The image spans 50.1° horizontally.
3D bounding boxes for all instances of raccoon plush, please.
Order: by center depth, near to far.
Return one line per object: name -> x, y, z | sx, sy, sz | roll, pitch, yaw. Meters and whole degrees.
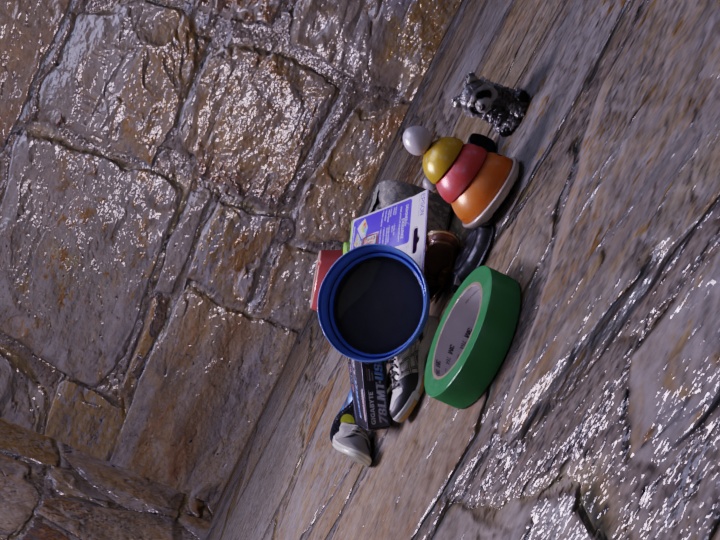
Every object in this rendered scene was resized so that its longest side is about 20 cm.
raccoon plush -> 0.238, -0.328, 1.495 | 0.200, 0.133, 0.097 | -102, 37, -77

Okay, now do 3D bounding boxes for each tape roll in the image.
tape roll -> 0.156, 0.094, 1.094 | 0.201, 0.048, 0.201 | -90, 26, -72

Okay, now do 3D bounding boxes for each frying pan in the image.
frying pan -> 0.175, 0.003, 1.332 | 0.191, 0.031, 0.115 | -61, 6, 15

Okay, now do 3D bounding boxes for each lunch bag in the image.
lunch bag -> 0.089, -0.089, 1.651 | 0.140, 0.167, 0.201 | -54, 13, 52

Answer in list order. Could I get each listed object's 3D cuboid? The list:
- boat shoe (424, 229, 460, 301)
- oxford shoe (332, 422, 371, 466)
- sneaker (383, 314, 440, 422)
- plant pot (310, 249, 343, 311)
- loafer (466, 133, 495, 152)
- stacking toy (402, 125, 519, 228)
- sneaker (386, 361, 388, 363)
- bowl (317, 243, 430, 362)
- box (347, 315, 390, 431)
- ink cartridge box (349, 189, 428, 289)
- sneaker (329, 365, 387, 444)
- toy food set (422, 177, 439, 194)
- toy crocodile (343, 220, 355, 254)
boat shoe -> 0.137, -0.002, 1.403 | 0.201, 0.071, 0.068 | 101, 180, -60
oxford shoe -> -0.013, 0.323, 1.453 | 0.058, 0.075, 0.200 | -56, 5, -6
sneaker -> 0.071, 0.159, 1.325 | 0.076, 0.087, 0.201 | -48, 20, 59
plant pot -> -0.023, 0.036, 1.834 | 0.200, 0.176, 0.202 | -170, 90, -84
loafer -> 0.219, -0.191, 1.491 | 0.200, 0.072, 0.073 | -60, -8, -53
stacking toy -> 0.157, -0.180, 1.318 | 0.146, 0.199, 0.146 | -53, 10, 13
sneaker -> 0.064, 0.131, 1.573 | 0.085, 0.074, 0.200 | -47, 10, 4
bowl -> 0.024, 0.056, 1.306 | 0.202, 0.200, 0.039 | -66, -25, -1
box -> 0.010, 0.187, 1.424 | 0.199, 0.049, 0.202 | 135, 129, -81
ink cartridge box -> 0.057, -0.029, 1.418 | 0.199, 0.043, 0.200 | -20, 54, 43
sneaker -> 0.002, 0.269, 1.575 | 0.201, 0.066, 0.078 | -65, -7, 9
toy food set -> 0.127, -0.176, 1.845 | 0.199, 0.060, 0.144 | -36, 18, 17
toy crocodile -> 0.000, 0.000, 1.553 | 0.062, 0.067, 0.202 | -176, 83, -77
